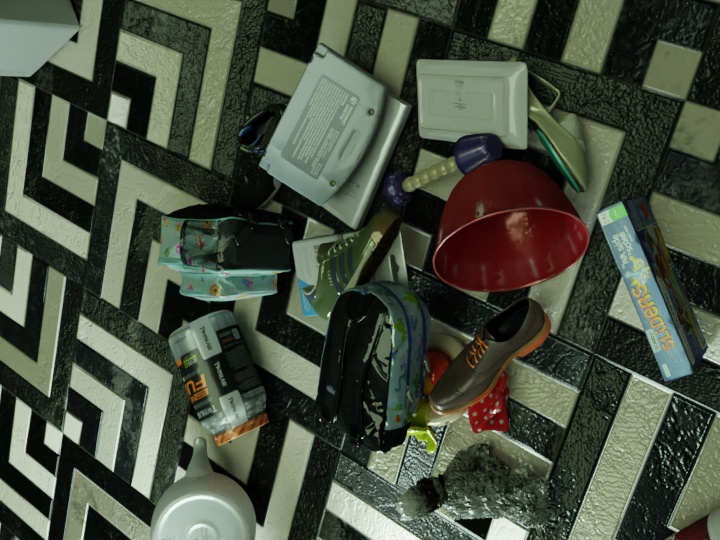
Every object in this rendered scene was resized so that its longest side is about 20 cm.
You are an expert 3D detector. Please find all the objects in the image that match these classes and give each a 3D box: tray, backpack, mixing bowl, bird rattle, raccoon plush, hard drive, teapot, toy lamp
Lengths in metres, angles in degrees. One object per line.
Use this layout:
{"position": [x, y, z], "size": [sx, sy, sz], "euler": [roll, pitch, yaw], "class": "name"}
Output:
{"position": [0.138, -0.220, 1.113], "size": [0.198, 0.022, 0.110], "euler": [17, 116, 48], "class": "tray"}
{"position": [-0.224, -0.032, 1.342], "size": [0.197, 0.174, 0.157], "euler": [15, 102, 35], "class": "backpack"}
{"position": [0.181, -0.067, 1.070], "size": [0.198, 0.198, 0.111], "euler": [-28, 54, 34], "class": "mixing bowl"}
{"position": [0.114, 0.168, 1.196], "size": [0.198, 0.112, 0.166], "euler": [-31, 65, 31], "class": "bird rattle"}
{"position": [0.163, 0.320, 1.135], "size": [0.133, 0.198, 0.099], "euler": [16, 126, 51], "class": "raccoon plush"}
{"position": [-0.014, -0.183, 1.261], "size": [0.131, 0.025, 0.203], "euler": [35, 116, 24], "class": "hard drive"}
{"position": [-0.270, 0.439, 1.478], "size": [0.196, 0.146, 0.201], "euler": [38, 94, -9], "class": "teapot"}
{"position": [0.111, -0.137, 1.137], "size": [0.198, 0.057, 0.060], "euler": [-16, 89, 53], "class": "toy lamp"}
{"position": [0.019, 0.115, 1.149], "size": [0.162, 0.152, 0.205], "euler": [19, 122, 46], "class": "backpack"}

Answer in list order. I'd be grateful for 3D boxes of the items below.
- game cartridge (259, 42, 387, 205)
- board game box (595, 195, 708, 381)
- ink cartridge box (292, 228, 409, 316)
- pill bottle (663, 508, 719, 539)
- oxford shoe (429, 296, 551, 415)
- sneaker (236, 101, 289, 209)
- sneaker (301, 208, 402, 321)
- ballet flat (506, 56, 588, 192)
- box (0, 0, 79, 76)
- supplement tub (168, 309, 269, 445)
{"position": [-0.049, -0.203, 1.214], "size": [0.131, 0.042, 0.202], "euler": [30, 111, -4], "class": "game cartridge"}
{"position": [0.344, 0.014, 0.986], "size": [0.034, 0.135, 0.204], "euler": [-24, 84, 30], "class": "board game box"}
{"position": [0.000, 0.000, 1.259], "size": [0.197, 0.066, 0.119], "euler": [-6, 95, 35], "class": "ink cartridge box"}
{"position": [0.422, 0.358, 1.007], "size": [0.200, 0.112, 0.114], "euler": [-44, 74, 31], "class": "pill bottle"}
{"position": [0.161, 0.109, 1.119], "size": [0.200, 0.073, 0.071], "euler": [-44, 49, 2], "class": "oxford shoe"}
{"position": [-0.163, -0.179, 1.311], "size": [0.073, 0.111, 0.202], "euler": [44, 119, 20], "class": "sneaker"}
{"position": [-0.022, -0.016, 1.188], "size": [0.089, 0.067, 0.202], "euler": [37, 119, 17], "class": "sneaker"}
{"position": [0.239, -0.191, 1.070], "size": [0.070, 0.069, 0.201], "euler": [-46, 71, 30], "class": "ballet flat"}
{"position": [-0.669, -0.479, 1.551], "size": [0.198, 0.198, 0.175], "euler": [-25, 85, 36], "class": "box"}
{"position": [-0.234, 0.180, 1.416], "size": [0.121, 0.122, 0.203], "euler": [-29, 82, 34], "class": "supplement tub"}
